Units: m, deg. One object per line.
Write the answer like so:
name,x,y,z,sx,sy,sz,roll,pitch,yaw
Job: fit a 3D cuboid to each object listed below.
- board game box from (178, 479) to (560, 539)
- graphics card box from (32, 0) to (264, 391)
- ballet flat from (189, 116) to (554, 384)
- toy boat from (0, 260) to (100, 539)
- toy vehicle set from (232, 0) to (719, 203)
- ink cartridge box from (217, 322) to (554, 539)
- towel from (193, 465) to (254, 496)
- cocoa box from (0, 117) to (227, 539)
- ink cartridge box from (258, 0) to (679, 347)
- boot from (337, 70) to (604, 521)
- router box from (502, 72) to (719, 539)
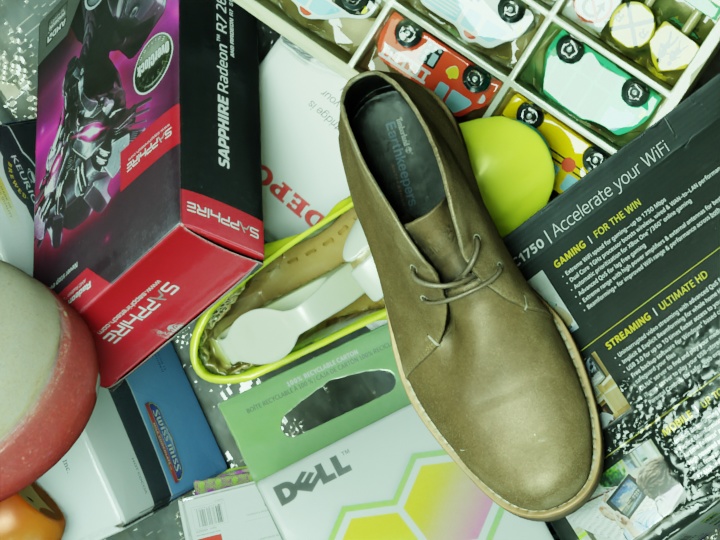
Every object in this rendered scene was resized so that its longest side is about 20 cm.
board game box,0.028,0.141,1.335,0.199,0.035,0.127,-13,71,-1
graphics card box,-0.098,-0.062,1.371,0.125,0.051,0.201,-39,41,41
ballet flat,0.000,0.000,1.315,0.199,0.067,0.067,-29,99,33
toy boat,-0.184,0.088,1.327,0.131,0.131,0.200,37,128,-28
toy vehicle set,0.053,-0.120,1.312,0.199,0.027,0.125,34,105,9
ink cartridge box,0.023,0.115,1.293,0.103,0.059,0.201,-26,72,-5
towel,0.032,0.143,1.365,0.199,0.023,0.145,-10,71,1
cocoa box,-0.178,0.043,1.443,0.133,0.131,0.201,-25,88,21
ink cartridge box,0.041,-0.082,1.381,0.145,0.084,0.200,40,106,10
boot,0.037,0.009,1.226,0.073,0.075,0.201,-26,77,5
router box,0.143,0.019,1.250,0.200,0.051,0.150,-37,73,16
